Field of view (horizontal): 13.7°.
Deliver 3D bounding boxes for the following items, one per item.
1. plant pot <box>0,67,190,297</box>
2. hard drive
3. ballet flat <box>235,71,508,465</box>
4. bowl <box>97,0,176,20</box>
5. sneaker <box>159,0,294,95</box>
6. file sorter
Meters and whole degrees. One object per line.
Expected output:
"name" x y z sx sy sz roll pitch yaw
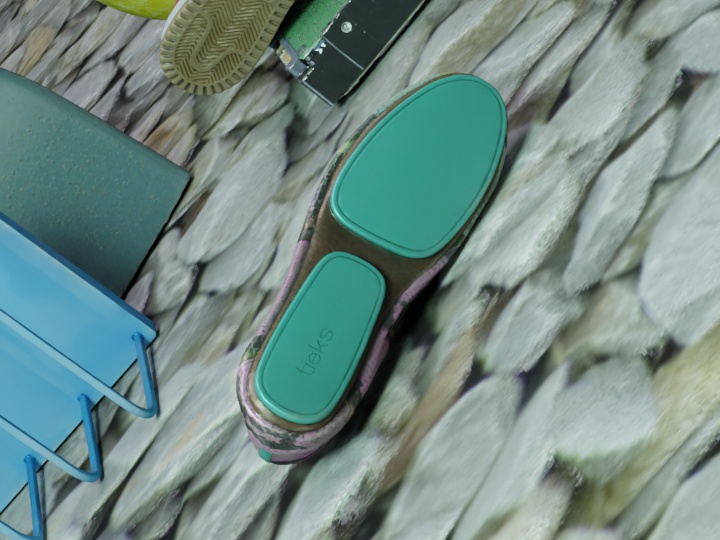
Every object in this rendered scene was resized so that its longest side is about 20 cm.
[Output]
"plant pot" -0.260 -0.019 1.740 0.196 0.200 0.196 -21 36 58
"hard drive" 0.026 -0.188 1.629 0.200 0.038 0.140 -50 19 5
"ballet flat" 0.000 0.000 1.317 0.200 0.069 0.071 -61 1 -24
"bowl" -0.074 -0.221 1.813 0.200 0.108 0.200 -45 20 21
"sneaker" -0.039 -0.195 1.627 0.200 0.071 0.113 -45 23 28
"file sorter" -0.216 0.086 1.548 0.200 0.139 0.123 -48 23 12
